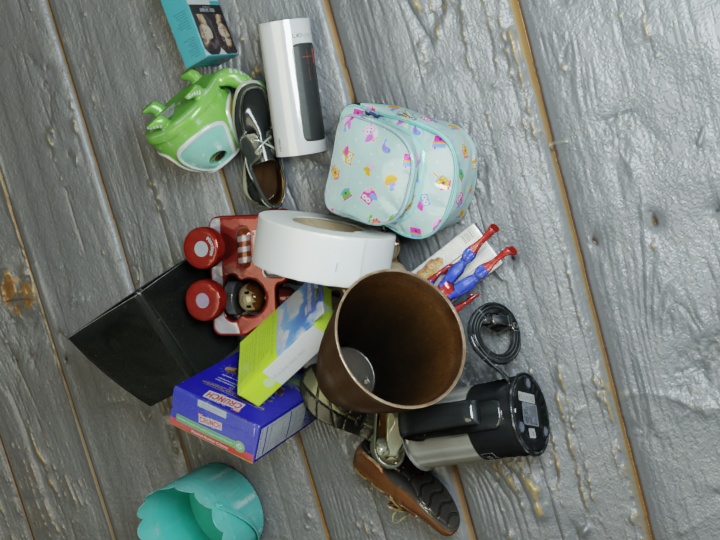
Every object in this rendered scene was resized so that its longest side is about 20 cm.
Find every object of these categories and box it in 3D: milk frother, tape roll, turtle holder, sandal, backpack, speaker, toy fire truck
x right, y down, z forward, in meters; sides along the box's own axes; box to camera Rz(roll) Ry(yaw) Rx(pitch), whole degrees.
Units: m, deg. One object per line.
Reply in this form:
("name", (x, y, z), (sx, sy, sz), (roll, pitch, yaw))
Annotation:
("milk frother", (0.152, 0.170, 1.350), (0.187, 0.180, 0.201), (-16, 52, 33))
("tape roll", (-0.051, -0.033, 1.330), (0.201, 0.202, 0.071), (15, 101, 27))
("turtle holder", (-0.243, -0.240, 1.471), (0.132, 0.186, 0.141), (48, 164, -28))
("sandal", (-0.009, 0.219, 1.478), (0.200, 0.057, 0.080), (32, 95, -2))
("backpack", (0.056, -0.136, 1.301), (0.199, 0.153, 0.177), (18, 107, 19))
("speaker", (-0.102, -0.274, 1.397), (0.081, 0.081, 0.201), (-1, 102, 31))
("toy fire truck", (-0.183, 0.004, 1.497), (0.167, 0.112, 0.201), (-2, 92, 22))

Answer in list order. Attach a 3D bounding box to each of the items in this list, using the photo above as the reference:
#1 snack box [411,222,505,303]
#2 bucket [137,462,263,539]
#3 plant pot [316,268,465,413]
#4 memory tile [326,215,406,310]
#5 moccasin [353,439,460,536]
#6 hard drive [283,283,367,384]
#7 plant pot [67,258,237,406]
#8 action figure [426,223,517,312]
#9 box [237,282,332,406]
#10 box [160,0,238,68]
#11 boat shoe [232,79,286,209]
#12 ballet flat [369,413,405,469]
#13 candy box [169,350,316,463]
("snack box", (0.110, 0.020, 1.355), (0.200, 0.024, 0.072), (-39, 83, 18))
("bucket", (-0.281, 0.453, 1.670), (0.206, 0.135, 0.209), (9, 108, 30))
("plant pot", (0.017, 0.122, 1.284), (0.187, 0.186, 0.200), (56, 149, 6))
("memory tile", (0.000, 0.000, 1.428), (0.153, 0.017, 0.201), (-16, 87, 30))
("moccasin", (0.069, 0.348, 1.469), (0.201, 0.074, 0.078), (31, 126, 17))
("hard drive", (-0.050, 0.101, 1.500), (0.199, 0.026, 0.133), (12, 109, 28))
("plant pot", (-0.328, 0.107, 1.581), (0.199, 0.200, 0.178), (-29, 99, 33))
("action figure", (0.131, 0.021, 1.310), (0.200, 0.052, 0.066), (-43, 78, 22))
("box", (-0.108, 0.100, 1.421), (0.048, 0.122, 0.200), (36, 115, -26))
("box", (-0.266, -0.420, 1.454), (0.049, 0.082, 0.201), (-19, 93, 33))
("boat shoe", (-0.149, -0.191, 1.433), (0.068, 0.071, 0.201), (39, 140, 53))
("ballet flat", (0.054, 0.202, 1.418), (0.067, 0.064, 0.201), (5, 92, -10))
("candy box", (-0.176, 0.211, 1.502), (0.168, 0.200, 0.077), (21, 113, 25))
